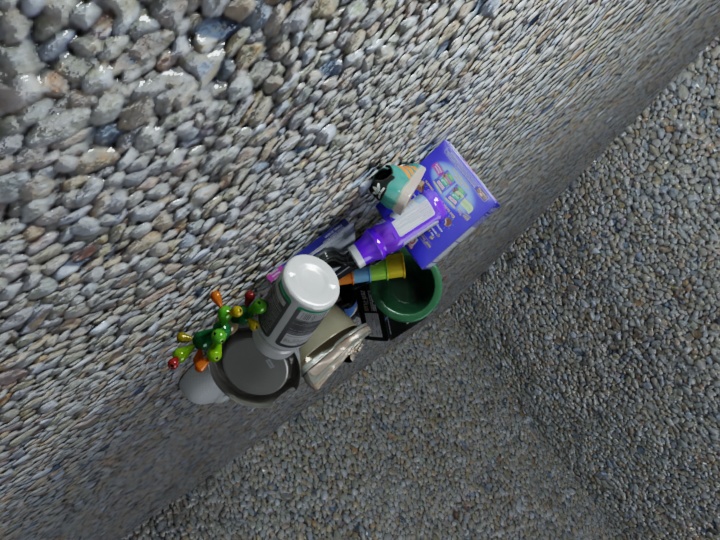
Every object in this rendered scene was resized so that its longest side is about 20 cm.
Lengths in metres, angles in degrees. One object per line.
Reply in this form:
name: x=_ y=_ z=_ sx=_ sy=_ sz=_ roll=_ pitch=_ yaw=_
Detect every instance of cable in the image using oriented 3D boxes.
cable: x=-0.026 y=-0.032 z=1.371 sx=0.197 sy=0.051 sz=0.097 roll=-12 pitch=158 yaw=-39

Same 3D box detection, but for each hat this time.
hat: x=0.107 y=0.037 z=1.642 sx=0.168 sy=0.197 sz=0.176 roll=-61 pitch=-175 yaw=-2

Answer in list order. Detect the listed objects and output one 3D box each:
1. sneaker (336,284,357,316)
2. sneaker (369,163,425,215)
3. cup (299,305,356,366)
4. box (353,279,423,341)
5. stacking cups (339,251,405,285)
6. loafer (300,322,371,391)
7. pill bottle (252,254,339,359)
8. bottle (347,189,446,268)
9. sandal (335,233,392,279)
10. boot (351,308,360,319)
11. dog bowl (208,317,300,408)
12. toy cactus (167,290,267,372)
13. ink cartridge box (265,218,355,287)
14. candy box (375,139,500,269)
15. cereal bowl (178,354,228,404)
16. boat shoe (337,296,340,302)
sneaker: x=-0.043 y=0.071 z=1.738 sx=0.111 sy=0.077 sz=0.201 roll=-33 pitch=164 yaw=-49
sneaker: x=0.068 y=-0.168 z=1.264 sx=0.072 sy=0.079 sz=0.200 roll=-60 pitch=180 yaw=24
cup: x=-0.127 y=0.129 z=1.552 sx=0.199 sy=0.144 sz=0.201 roll=-37 pitch=168 yaw=-9
box: x=0.069 y=0.049 z=1.680 sx=0.085 sy=0.205 sz=0.162 roll=-1 pitch=-164 yaw=42
stacking cups: x=0.000 y=0.000 z=1.518 sx=0.194 sy=0.062 sz=0.061 roll=-8 pitch=166 yaw=-1
loafer: x=-0.047 y=0.194 z=1.530 sx=0.198 sy=0.063 sz=0.072 roll=-33 pitch=168 yaw=-26
pill bottle: x=-0.125 y=0.073 z=1.256 sx=0.112 sy=0.114 sz=0.201 roll=-26 pitch=162 yaw=-43
bottle: x=0.068 y=-0.077 z=1.306 sx=0.198 sy=0.066 sz=0.084 roll=-33 pitch=-169 yaw=-3
sandal: x=0.005 y=-0.035 z=1.487 sx=0.196 sy=0.077 sz=0.043 roll=-25 pitch=142 yaw=2
boot: x=0.024 y=0.038 z=1.851 sx=0.203 sy=0.069 sz=0.131 roll=-61 pitch=-159 yaw=-11
dog bowl: x=-0.214 y=0.188 z=1.424 sx=0.200 sy=0.199 sz=0.059 roll=-44 pitch=-164 yaw=25
toy cactus: x=-0.258 y=0.099 z=1.245 sx=0.199 sy=0.103 sz=0.165 roll=-42 pitch=-174 yaw=4
ink cartridge box: x=-0.095 y=-0.019 z=1.359 sx=0.195 sy=0.044 sz=0.201 roll=-37 pitch=164 yaw=-10
candy box: x=0.155 y=-0.131 z=1.388 sx=0.199 sy=0.170 sz=0.077 roll=-41 pitch=165 yaw=14
cereal bowl: x=-0.309 y=0.239 z=1.557 sx=0.199 sy=0.084 sz=0.200 roll=-38 pitch=168 yaw=-9
boat shoe: x=-0.110 y=0.107 z=1.688 sx=0.072 sy=0.072 sz=0.200 roll=-22 pitch=159 yaw=-51
